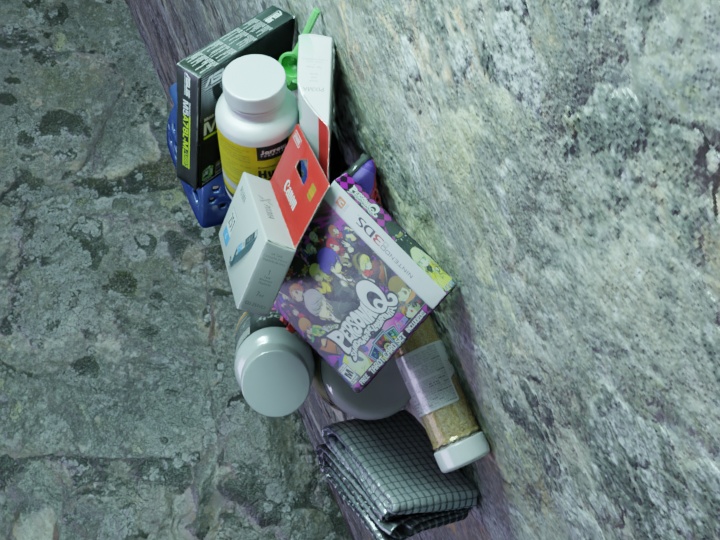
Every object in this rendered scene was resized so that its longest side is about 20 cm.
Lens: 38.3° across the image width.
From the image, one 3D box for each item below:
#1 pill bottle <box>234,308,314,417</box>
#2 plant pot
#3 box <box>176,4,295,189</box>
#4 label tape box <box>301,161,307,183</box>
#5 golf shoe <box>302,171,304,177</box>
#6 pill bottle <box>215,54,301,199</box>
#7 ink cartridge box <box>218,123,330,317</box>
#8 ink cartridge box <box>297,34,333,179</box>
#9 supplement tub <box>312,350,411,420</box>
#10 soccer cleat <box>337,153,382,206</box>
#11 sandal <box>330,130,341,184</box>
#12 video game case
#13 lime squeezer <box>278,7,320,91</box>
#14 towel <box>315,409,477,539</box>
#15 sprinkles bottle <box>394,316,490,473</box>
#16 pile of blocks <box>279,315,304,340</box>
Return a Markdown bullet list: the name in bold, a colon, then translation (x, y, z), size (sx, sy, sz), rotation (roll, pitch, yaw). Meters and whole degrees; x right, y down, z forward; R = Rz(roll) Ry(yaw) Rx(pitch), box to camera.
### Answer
- **pill bottle**: translation (-0.122, 0.123, 1.462), size (0.200, 0.114, 0.118), rotation (-113, 4, -73)
- **plant pot**: translation (-0.209, -0.222, 1.717), size (0.181, 0.197, 0.202), rotation (99, 148, -57)
- **box**: translation (-0.172, -0.237, 1.422), size (0.047, 0.200, 0.195), rotation (33, 139, 18)
- **label tape box**: translation (-0.126, -0.076, 1.511), size (0.144, 0.062, 0.203), rotation (43, 134, 43)
- **golf shoe**: translation (-0.074, -0.082, 1.616), size (0.077, 0.097, 0.203), rotation (15, 126, 35)
- **pill bottle**: translation (-0.134, -0.181, 1.365), size (0.202, 0.110, 0.112), rotation (91, 155, -54)
- **ink cartridge box**: translation (-0.110, -0.070, 1.242), size (0.178, 0.044, 0.201), rotation (-64, 24, 20)
- **ink cartridge box**: translation (-0.058, -0.163, 1.293), size (0.162, 0.049, 0.204), rotation (94, 179, -64)
- **supplement tub**: translation (0.000, 0.137, 1.510), size (0.200, 0.143, 0.147), rotation (162, 86, -79)
- **soccer cleat**: translation (0.004, -0.083, 1.326), size (0.073, 0.068, 0.200), rotation (45, 162, 11)
- **sandal**: translation (-0.048, -0.161, 1.465), size (0.202, 0.048, 0.075), rotation (59, 170, -15)
- **video game case**: translation (-0.009, 0.019, 1.210), size (0.181, 0.036, 0.200), rotation (45, 127, 7)
- **lime squeezer**: translation (-0.081, -0.273, 1.359), size (0.038, 0.071, 0.200), rotation (47, 167, 2)
- **towel**: translation (0.050, 0.290, 1.456), size (0.200, 0.163, 0.087), rotation (44, 125, 43)
- **sprinkles bottle**: translation (0.092, 0.146, 1.289), size (0.068, 0.067, 0.203), rotation (119, 129, -75)
- **pile of blocks**: translation (-0.077, 0.042, 1.339), size (0.081, 0.062, 0.201), rotation (23, 153, 37)
